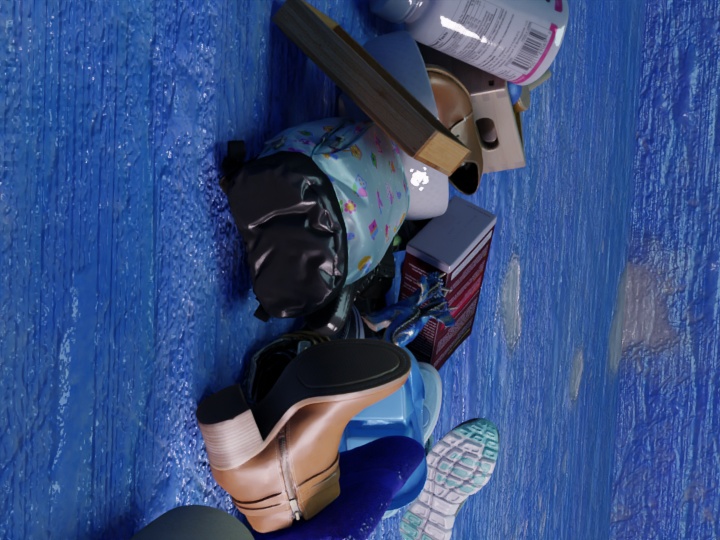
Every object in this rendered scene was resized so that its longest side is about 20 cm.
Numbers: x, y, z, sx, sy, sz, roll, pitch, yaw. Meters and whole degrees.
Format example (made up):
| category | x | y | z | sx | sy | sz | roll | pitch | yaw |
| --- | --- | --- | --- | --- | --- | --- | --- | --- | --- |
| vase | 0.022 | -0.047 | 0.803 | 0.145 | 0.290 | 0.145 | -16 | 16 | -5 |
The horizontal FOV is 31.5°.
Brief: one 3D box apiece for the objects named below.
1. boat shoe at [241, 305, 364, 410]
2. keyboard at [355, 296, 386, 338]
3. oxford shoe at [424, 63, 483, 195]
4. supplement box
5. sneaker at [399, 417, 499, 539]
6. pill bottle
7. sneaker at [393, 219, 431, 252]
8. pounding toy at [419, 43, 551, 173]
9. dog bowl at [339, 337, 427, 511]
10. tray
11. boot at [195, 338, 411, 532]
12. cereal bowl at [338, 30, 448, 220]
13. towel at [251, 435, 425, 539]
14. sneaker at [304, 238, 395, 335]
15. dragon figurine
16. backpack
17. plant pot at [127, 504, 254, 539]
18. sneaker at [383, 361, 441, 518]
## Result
| category | x | y | z | sx | sy | sz | roll | pitch | yaw |
| --- | --- | --- | --- | --- | --- | --- | --- | --- | --- |
| boat shoe | -0.052 | 0.083 | 1.235 | 0.091 | 0.071 | 0.201 | 74 | 29 | -43 |
| keyboard | 0.016 | 0.088 | 1.489 | 0.127 | 0.021 | 0.200 | -60 | 147 | -49 |
| oxford shoe | 0.102 | -0.159 | 1.462 | 0.200 | 0.071 | 0.071 | 52 | 24 | -49 |
| supplement box | 0.092 | 0.025 | 1.469 | 0.109 | 0.061 | 0.200 | -45 | 153 | -39 |
| sneaker | 0.108 | 0.238 | 1.513 | 0.200 | 0.077 | 0.091 | -61 | 179 | 32 |
| pill bottle | 0.118 | -0.291 | 1.405 | 0.113 | 0.199 | 0.114 | -53 | -154 | 39 |
| sneaker | 0.068 | -0.073 | 1.501 | 0.200 | 0.084 | 0.077 | -57 | 146 | -51 |
| pounding toy | 0.163 | -0.230 | 1.593 | 0.200 | 0.142 | 0.185 | 64 | 21 | -55 |
| dog bowl | 0.020 | 0.165 | 1.402 | 0.050 | 0.111 | 0.201 | -69 | 157 | -70 |
| tray | 0.010 | -0.171 | 1.189 | 0.037 | 0.200 | 0.099 | -49 | 159 | 12 |
| boot | -0.036 | 0.154 | 1.140 | 0.077 | 0.199 | 0.156 | -120 | -171 | -53 |
| cereal bowl | 0.027 | -0.145 | 1.326 | 0.200 | 0.083 | 0.201 | 168 | -90 | -84 |
| towel | -0.032 | 0.229 | 1.245 | 0.050 | 0.147 | 0.200 | 59 | 29 | -7 |
| sneaker | -0.002 | 0.002 | 1.286 | 0.104 | 0.060 | 0.200 | 36 | 35 | -33 |
| dragon figurine | 0.056 | 0.043 | 1.291 | 0.059 | 0.099 | 0.200 | 58 | 1 | -2 |
| backpack | -0.035 | -0.062 | 1.173 | 0.200 | 0.126 | 0.167 | -54 | 140 | -60 |
| plant pot | -0.138 | 0.270 | 0.938 | 0.200 | 0.187 | 0.188 | -75 | 161 | -64 |
| sneaker | 0.055 | 0.181 | 1.505 | 0.200 | 0.079 | 0.131 | -69 | 168 | 22 |
